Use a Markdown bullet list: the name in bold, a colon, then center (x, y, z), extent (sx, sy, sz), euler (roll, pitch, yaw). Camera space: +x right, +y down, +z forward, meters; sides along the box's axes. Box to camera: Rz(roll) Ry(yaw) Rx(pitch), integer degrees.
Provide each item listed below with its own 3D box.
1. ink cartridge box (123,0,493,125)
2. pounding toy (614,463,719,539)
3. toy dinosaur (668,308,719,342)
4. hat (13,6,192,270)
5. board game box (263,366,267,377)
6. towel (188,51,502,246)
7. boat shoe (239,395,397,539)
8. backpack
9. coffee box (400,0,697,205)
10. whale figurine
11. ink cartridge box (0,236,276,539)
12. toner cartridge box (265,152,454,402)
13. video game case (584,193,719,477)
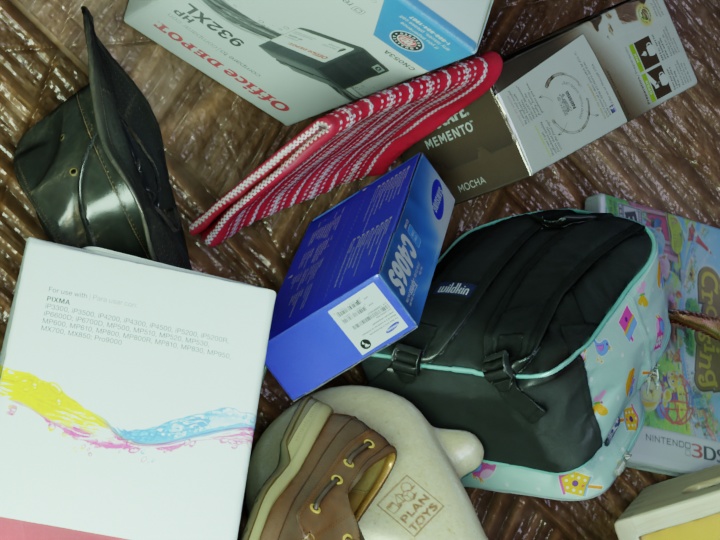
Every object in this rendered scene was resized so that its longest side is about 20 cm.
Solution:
- **ink cartridge box**: center (-0.031, -0.179, 1.327), extent (0.145, 0.200, 0.084), euler (31, 62, -29)
- **pounding toy**: center (0.265, 0.239, 1.480), extent (0.185, 0.199, 0.142), euler (70, 21, -1)
- **toy dinosaur**: center (0.342, 0.058, 1.621), extent (0.200, 0.105, 0.181), euler (52, 31, -1)
- **hat**: center (-0.159, -0.050, 1.258), extent (0.081, 0.201, 0.202), euler (-22, 90, 4)
- **board game box**: center (-0.125, 0.117, 1.285), extent (0.105, 0.023, 0.201), euler (31, 61, -26)
- **towel**: center (-0.004, -0.079, 1.340), extent (0.200, 0.144, 0.023), euler (-26, 81, -51)
- **boat shoe**: center (-0.029, 0.151, 1.186), extent (0.067, 0.072, 0.200), euler (18, 40, 6)
- **backpack**: center (0.115, 0.051, 1.402), extent (0.200, 0.175, 0.154), euler (-54, 133, -40)
- **coffee box**: center (0.129, -0.122, 1.501), extent (0.200, 0.113, 0.080), euler (-29, 97, -41)
- **whale figurine**: center (0.021, 0.164, 1.303), extent (0.200, 0.104, 0.159), euler (35, 59, 20)
- **ink cartridge box**: center (-0.138, 0.107, 1.168), extent (0.144, 0.145, 0.201), euler (11, 69, -8)
- **toner cartridge box**: center (0.000, 0.000, 1.317), extent (0.043, 0.095, 0.200), euler (54, 21, -15)
- **video game case**: center (0.241, 0.056, 1.603), extent (0.181, 0.022, 0.201), euler (14, 69, -36)
